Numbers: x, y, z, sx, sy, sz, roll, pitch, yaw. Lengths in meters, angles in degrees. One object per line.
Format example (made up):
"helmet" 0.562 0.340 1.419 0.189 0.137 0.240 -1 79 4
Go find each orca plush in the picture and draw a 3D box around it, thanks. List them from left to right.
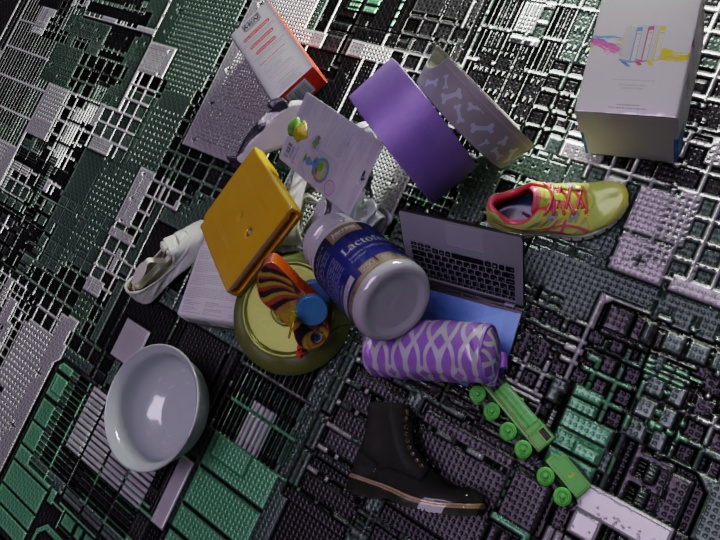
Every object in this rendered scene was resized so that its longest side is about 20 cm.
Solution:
"orca plush" -0.143 -0.244 1.172 0.105 0.071 0.200 40 108 -14

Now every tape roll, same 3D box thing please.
"tape roll" 0.077 -0.202 0.953 0.085 0.200 0.201 -39 62 11

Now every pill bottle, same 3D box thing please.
"pill bottle" 0.000 0.000 0.910 0.116 0.115 0.200 -52 40 4

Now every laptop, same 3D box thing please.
"laptop" 0.122 0.042 0.910 0.185 0.202 0.116 15 48 29

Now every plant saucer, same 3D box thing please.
"plant saucer" -0.111 0.062 1.034 0.196 0.031 0.204 -3 74 9

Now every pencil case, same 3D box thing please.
"pencil case" 0.098 0.110 0.888 0.197 0.085 0.085 0 79 33

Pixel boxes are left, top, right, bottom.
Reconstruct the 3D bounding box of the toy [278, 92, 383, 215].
"toy" -0.041 -0.180 1.005 0.200 0.047 0.116 40 111 34

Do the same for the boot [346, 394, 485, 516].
"boot" 0.079 0.251 0.892 0.197 0.077 0.141 4 72 26

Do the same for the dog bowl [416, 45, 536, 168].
"dog bowl" 0.159 -0.227 0.925 0.059 0.199 0.201 -45 60 19

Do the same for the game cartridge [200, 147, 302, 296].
"game cartridge" -0.186 -0.084 1.076 0.177 0.032 0.201 -50 42 15

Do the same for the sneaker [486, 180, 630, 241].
"sneaker" 0.262 -0.086 0.889 0.197 0.090 0.079 -10 69 22

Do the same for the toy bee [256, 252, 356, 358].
"toy bee" -0.082 0.074 0.956 0.200 0.131 0.109 42 108 6

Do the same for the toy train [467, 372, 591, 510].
"toy train" 0.216 0.213 0.843 0.056 0.042 0.201 -39 67 0

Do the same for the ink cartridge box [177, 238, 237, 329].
"ink cartridge box" -0.217 -0.001 1.136 0.159 0.050 0.203 5 68 28

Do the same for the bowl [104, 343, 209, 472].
"bowl" -0.321 0.229 1.087 0.198 0.090 0.205 -8 72 24

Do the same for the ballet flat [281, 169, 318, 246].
"ballet flat" -0.091 -0.131 1.090 0.069 0.069 0.203 11 76 28

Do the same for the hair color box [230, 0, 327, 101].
"hair color box" -0.153 -0.391 1.206 0.101 0.061 0.201 -37 63 12

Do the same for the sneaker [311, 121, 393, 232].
"sneaker" 0.006 -0.130 1.042 0.114 0.075 0.203 24 91 29

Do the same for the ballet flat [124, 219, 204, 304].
"ballet flat" -0.355 -0.018 1.193 0.200 0.069 0.070 -45 61 8

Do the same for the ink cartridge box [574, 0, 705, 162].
"ink cartridge box" 0.375 -0.268 0.865 0.124 0.128 0.203 11 79 29
